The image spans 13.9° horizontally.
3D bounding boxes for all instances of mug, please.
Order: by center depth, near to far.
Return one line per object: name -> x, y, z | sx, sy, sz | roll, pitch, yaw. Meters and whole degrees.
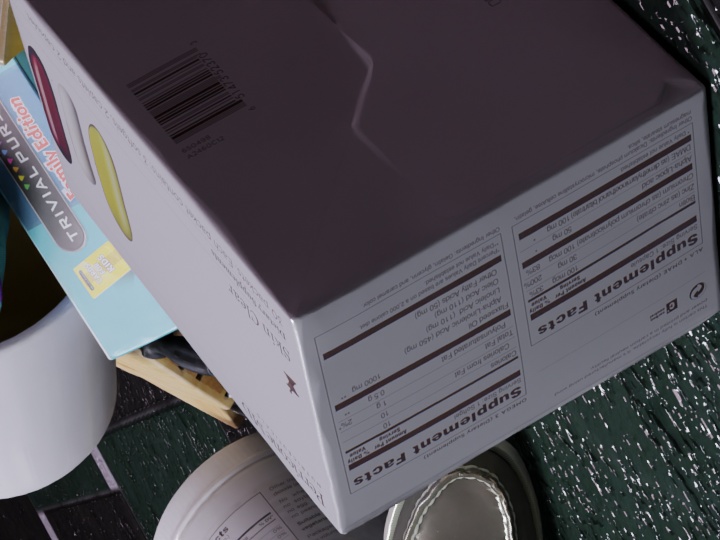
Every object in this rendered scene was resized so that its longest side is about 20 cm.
mug -> -0.164, 0.019, 1.386 | 0.149, 0.186, 0.154 | 44, 157, 32

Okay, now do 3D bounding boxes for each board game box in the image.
board game box -> -0.118, -0.083, 1.305 | 0.200, 0.047, 0.151 | 58, -149, -11

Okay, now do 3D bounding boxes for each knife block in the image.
knife block -> -0.098, 0.016, 1.465 | 0.199, 0.064, 0.176 | 28, 170, 13

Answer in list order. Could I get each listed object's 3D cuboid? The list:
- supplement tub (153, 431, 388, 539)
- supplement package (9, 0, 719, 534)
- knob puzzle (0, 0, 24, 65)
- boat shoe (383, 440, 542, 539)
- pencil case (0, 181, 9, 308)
supplement tub -> -0.006, 0.184, 1.471 | 0.200, 0.132, 0.132 | 46, 159, 46
supplement package -> -0.001, -0.043, 0.988 | 0.200, 0.155, 0.111 | 48, 161, 39
knob puzzle -> -0.133, -0.190, 1.205 | 0.220, 0.030, 0.221 | 7, -90, -87
boat shoe -> 0.039, 0.166, 1.300 | 0.060, 0.072, 0.203 | -77, -5, -62
pencil case -> -0.199, -0.063, 1.302 | 0.085, 0.092, 0.201 | 46, -149, -46
